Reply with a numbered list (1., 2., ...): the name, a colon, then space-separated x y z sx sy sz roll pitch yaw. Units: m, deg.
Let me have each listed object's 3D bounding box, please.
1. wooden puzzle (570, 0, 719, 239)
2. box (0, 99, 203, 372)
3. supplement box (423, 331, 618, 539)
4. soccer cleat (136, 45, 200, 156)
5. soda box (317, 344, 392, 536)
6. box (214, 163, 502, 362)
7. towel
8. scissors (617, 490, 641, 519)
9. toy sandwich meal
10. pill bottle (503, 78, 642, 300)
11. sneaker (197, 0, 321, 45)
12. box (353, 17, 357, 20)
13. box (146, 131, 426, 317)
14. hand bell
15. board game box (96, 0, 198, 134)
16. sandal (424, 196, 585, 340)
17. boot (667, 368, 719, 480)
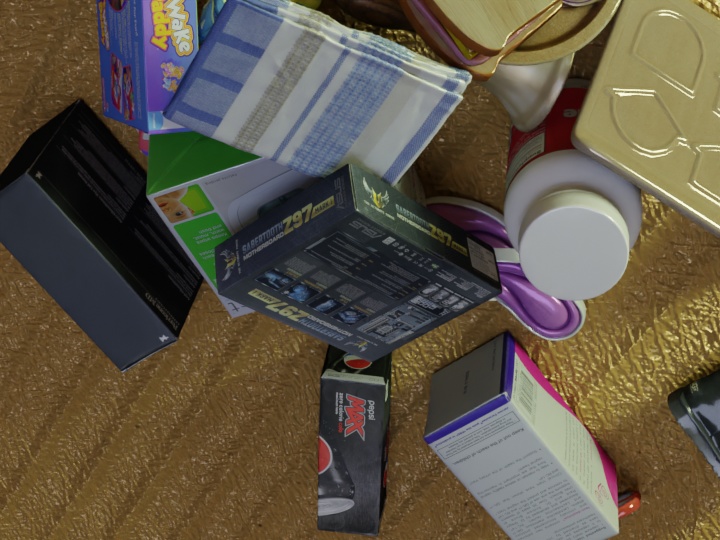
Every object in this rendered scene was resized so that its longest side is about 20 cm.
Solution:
1. wooden puzzle: 0.261 -0.121 1.062 0.184 0.202 0.046 30 149 -11
2. box: -0.237 -0.032 1.218 0.078 0.142 0.201 -29 113 24
3. supplement box: 0.161 0.178 1.311 0.103 0.102 0.200 -31 112 25
4. soccer cleat: -0.125 -0.163 1.160 0.076 0.067 0.201 40 116 1
5. soda box: -0.007 0.173 1.357 0.070 0.064 0.203 5 122 5
6. box: 0.000 0.000 1.121 0.157 0.052 0.199 -30 141 31
7. towel: -0.033 -0.131 1.006 0.197 0.024 0.147 18 136 -21
8. scissors: 0.205 0.270 1.386 0.198 0.073 0.014 -27 87 25
9. toy sandwich meal: 0.116 -0.248 1.012 0.202 0.070 0.209 1 85 -6
10. pill bottle: 0.174 -0.066 1.095 0.110 0.201 0.114 4 124 6
11. sneaker: -0.086 -0.231 1.052 0.075 0.104 0.203 -23 86 53
12. box: -0.003 -0.309 1.060 0.081 0.049 0.202 -16 118 18
13. box: -0.059 -0.070 1.161 0.197 0.098 0.177 -16 136 13
14. hand bell: 0.062 -0.194 1.070 0.197 0.105 0.105 18 124 -16
15. board game box: -0.172 -0.218 1.061 0.044 0.134 0.203 -7 105 -25
16. sandal: 0.128 0.001 1.235 0.201 0.050 0.083 32 121 -11
17. boot: 0.418 0.130 1.268 0.199 0.066 0.165 -35 113 21
